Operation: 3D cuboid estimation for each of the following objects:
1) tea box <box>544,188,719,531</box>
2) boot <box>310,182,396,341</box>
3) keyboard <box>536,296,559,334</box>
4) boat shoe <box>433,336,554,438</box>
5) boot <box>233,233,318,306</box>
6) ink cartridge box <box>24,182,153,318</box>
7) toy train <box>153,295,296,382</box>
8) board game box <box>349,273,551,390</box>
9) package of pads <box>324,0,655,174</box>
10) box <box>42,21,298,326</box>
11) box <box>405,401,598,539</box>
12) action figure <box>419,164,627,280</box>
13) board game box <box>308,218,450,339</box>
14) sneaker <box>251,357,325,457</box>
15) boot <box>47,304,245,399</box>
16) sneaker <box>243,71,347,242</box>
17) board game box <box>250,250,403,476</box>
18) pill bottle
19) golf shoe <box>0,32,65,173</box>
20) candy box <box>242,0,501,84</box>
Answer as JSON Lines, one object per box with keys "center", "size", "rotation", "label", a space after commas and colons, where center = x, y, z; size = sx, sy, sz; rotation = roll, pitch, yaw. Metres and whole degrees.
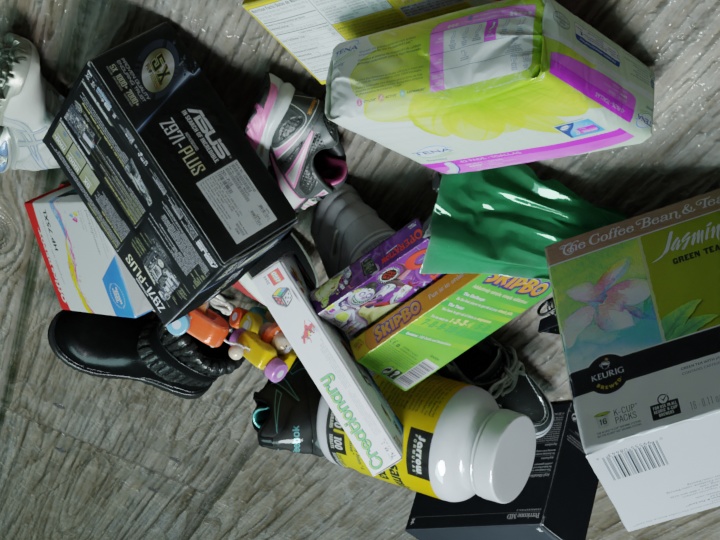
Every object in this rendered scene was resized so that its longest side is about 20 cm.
{"center": [0.264, 0.061, 1.162], "size": [0.198, 0.198, 0.134], "rotation": [-19, 139, 15], "label": "tea box"}
{"center": [0.000, 0.000, 1.412], "size": [0.096, 0.073, 0.201], "rotation": [55, 160, 28], "label": "boot"}
{"center": [0.235, 0.017, 1.352], "size": [0.103, 0.040, 0.199], "rotation": [8, 159, -31], "label": "keyboard"}
{"center": [0.127, 0.101, 1.512], "size": [0.199, 0.074, 0.068], "rotation": [43, 156, -17], "label": "boat shoe"}
{"center": [-0.144, -0.016, 1.495], "size": [0.199, 0.073, 0.144], "rotation": [39, 148, -16], "label": "boot"}
{"center": [-0.254, -0.024, 1.464], "size": [0.199, 0.067, 0.118], "rotation": [2, 113, 54], "label": "ink cartridge box"}
{"center": [-0.122, 0.045, 1.541], "size": [0.149, 0.056, 0.200], "rotation": [32, -169, 5], "label": "toy train"}
{"center": [0.094, 0.033, 1.350], "size": [0.199, 0.030, 0.095], "rotation": [-33, 146, 16], "label": "board game box"}
{"center": [0.090, -0.129, 1.100], "size": [0.198, 0.069, 0.154], "rotation": [-8, 161, 40], "label": "package of pads"}
{"center": [-0.164, -0.077, 1.285], "size": [0.201, 0.086, 0.164], "rotation": [56, 148, 3], "label": "box"}
{"center": [0.157, 0.230, 1.645], "size": [0.199, 0.142, 0.079], "rotation": [-12, 138, 46], "label": "box"}
{"center": [0.152, -0.031, 1.258], "size": [0.197, 0.120, 0.055], "rotation": [14, 179, -8], "label": "action figure"}
{"center": [0.051, 0.029, 1.366], "size": [0.120, 0.032, 0.200], "rotation": [-38, 147, 12], "label": "board game box"}
{"center": [-0.078, 0.128, 1.598], "size": [0.078, 0.200, 0.076], "rotation": [-6, 112, -7], "label": "sneaker"}
{"center": [-0.238, 0.074, 1.694], "size": [0.209, 0.080, 0.158], "rotation": [15, 160, -14], "label": "boot"}
{"center": [-0.055, -0.080, 1.310], "size": [0.085, 0.081, 0.201], "rotation": [18, 153, 4], "label": "sneaker"}
{"center": [-0.026, 0.078, 1.354], "size": [0.201, 0.034, 0.126], "rotation": [58, -176, -2], "label": "board game box"}
{"center": [0.064, 0.157, 1.471], "size": [0.198, 0.113, 0.113], "rotation": [13, 153, 34], "label": "pill bottle"}
{"center": [-0.288, -0.149, 1.374], "size": [0.096, 0.079, 0.200], "rotation": [7, 160, -13], "label": "golf shoe"}
{"center": [0.016, -0.192, 1.123], "size": [0.198, 0.027, 0.102], "rotation": [-7, 142, 40], "label": "candy box"}
